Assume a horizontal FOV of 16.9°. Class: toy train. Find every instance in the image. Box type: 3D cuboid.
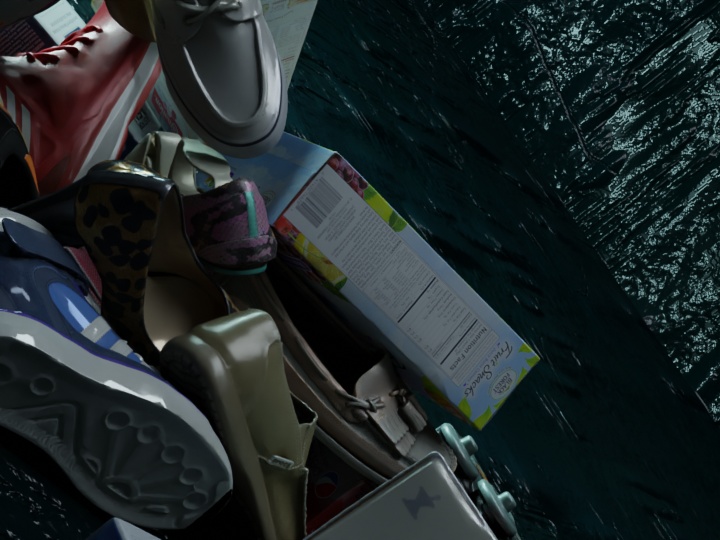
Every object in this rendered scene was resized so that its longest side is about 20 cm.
[{"bbox_3d":[0.082,0.195,1.738,0.201,0.085,0.114,59,4,27],"label":"toy train"}]

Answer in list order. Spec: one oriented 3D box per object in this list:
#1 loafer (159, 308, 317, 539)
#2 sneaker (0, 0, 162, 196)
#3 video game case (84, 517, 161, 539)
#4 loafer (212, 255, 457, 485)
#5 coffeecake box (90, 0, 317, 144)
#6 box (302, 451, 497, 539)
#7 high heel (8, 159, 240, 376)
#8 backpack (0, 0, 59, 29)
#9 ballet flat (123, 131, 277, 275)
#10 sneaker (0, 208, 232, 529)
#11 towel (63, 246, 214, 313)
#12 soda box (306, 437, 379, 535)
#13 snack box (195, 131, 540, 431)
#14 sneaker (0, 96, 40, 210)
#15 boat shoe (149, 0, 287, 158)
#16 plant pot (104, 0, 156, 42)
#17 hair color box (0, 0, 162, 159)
[{"bbox_3d":[-0.057,0.099,1.367,0.076,0.067,0.201,40,-24,34],"label":"loafer"},{"bbox_3d":[-0.193,-0.132,1.527,0.115,0.078,0.201,34,45,-24],"label":"sneaker"},{"bbox_3d":[-0.052,0.236,1.200,0.181,0.045,0.201,36,20,-51],"label":"video game case"},{"bbox_3d":[-0.013,0.063,1.494,0.200,0.063,0.072,39,26,-8],"label":"loafer"},{"bbox_3d":[-0.104,-0.193,1.619,0.154,0.073,0.200,58,-29,22],"label":"coffeecake box"},{"bbox_3d":[0.037,0.198,1.362,0.128,0.109,0.200,56,-4,14],"label":"box"},{"bbox_3d":[-0.094,0.012,1.364,0.199,0.142,0.072,36,60,-27],"label":"high heel"},{"bbox_3d":[-0.255,-0.220,1.472,0.200,0.175,0.154,-2,72,-76],"label":"backpack"},{"bbox_3d":[-0.111,-0.047,1.480,0.069,0.072,0.200,-3,11,-31],"label":"ballet flat"},{"bbox_3d":[-0.152,0.040,1.309,0.200,0.080,0.147,37,23,-34],"label":"sneaker"},{"bbox_3d":[-0.096,0.045,1.513,0.199,0.030,0.147,-1,51,-54],"label":"towel"},{"bbox_3d":[0.027,0.184,1.579,0.200,0.070,0.064,43,16,-36],"label":"soda box"},{"bbox_3d":[0.000,0.000,1.547,0.200,0.068,0.168,43,-7,-23],"label":"snack box"},{"bbox_3d":[-0.238,-0.077,1.352,0.090,0.070,0.200,53,10,21],"label":"sneaker"},{"bbox_3d":[-0.093,-0.167,1.441,0.066,0.071,0.202,84,-7,-77],"label":"boat shoe"},{"bbox_3d":[-0.157,-0.237,1.487,0.200,0.027,0.202,169,-90,-89],"label":"plant pot"},{"bbox_3d":[-0.223,-0.151,1.640,0.200,0.060,0.100,50,13,-7],"label":"hair color box"}]
